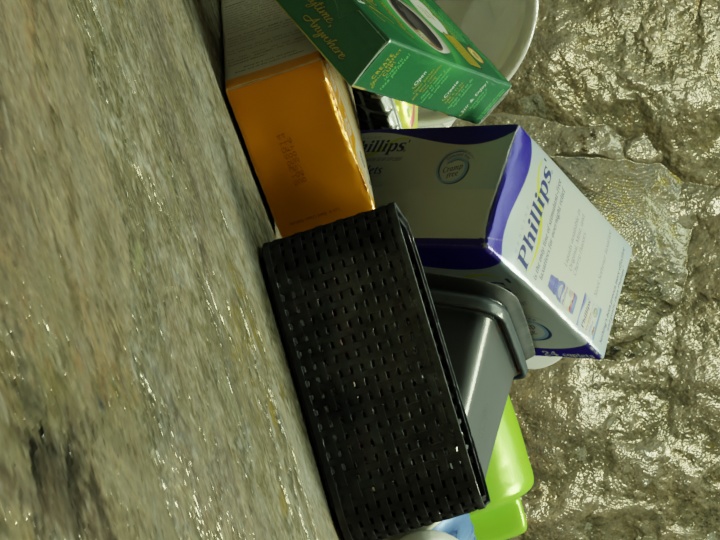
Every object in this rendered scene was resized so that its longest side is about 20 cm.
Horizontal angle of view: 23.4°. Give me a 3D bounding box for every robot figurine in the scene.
[{"bbox_3d":[0.094,0.159,1.647,0.175,0.115,0.202,-161,-126,-88],"label":"robot figurine"}]

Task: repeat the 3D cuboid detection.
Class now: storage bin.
[{"bbox_3d":[0.045,0.094,1.318,0.200,0.144,0.136,63,38,-68],"label":"storage bin"},{"bbox_3d":[0.012,0.070,1.138,0.135,0.093,0.202,41,33,-82],"label":"storage bin"}]

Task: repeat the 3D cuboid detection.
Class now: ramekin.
[{"bbox_3d":[0.042,-0.232,1.463,0.105,0.198,0.202,-116,-174,-62],"label":"ramekin"}]

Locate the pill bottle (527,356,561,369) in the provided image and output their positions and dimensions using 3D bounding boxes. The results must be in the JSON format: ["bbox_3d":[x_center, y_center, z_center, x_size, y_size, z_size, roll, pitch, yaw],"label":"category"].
[{"bbox_3d":[0.125,0.026,1.567,0.200,0.111,0.113,-147,-142,-74],"label":"pill bottle"}]

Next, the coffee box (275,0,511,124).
[{"bbox_3d":[0.018,-0.169,1.221,0.123,0.044,0.199,50,19,21],"label":"coffee box"}]

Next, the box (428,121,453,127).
[{"bbox_3d":[0.021,-0.127,1.634,0.041,0.039,0.200,47,-23,-13],"label":"box"}]

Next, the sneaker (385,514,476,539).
[{"bbox_3d":[0.071,0.229,1.271,0.112,0.076,0.200,56,-7,16],"label":"sneaker"}]

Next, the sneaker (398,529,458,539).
[{"bbox_3d":[0.068,0.271,1.193,0.100,0.070,0.201,-109,-177,-53],"label":"sneaker"}]

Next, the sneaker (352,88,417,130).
[{"bbox_3d":[0.026,-0.170,1.390,0.078,0.090,0.201,33,-31,42],"label":"sneaker"}]

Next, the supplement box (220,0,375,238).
[{"bbox_3d":[-0.047,-0.130,1.262,0.201,0.073,0.127,-100,171,-59],"label":"supplement box"}]

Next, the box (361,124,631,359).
[{"bbox_3d":[0.084,-0.020,1.369,0.200,0.183,0.106,40,61,-44],"label":"box"}]
